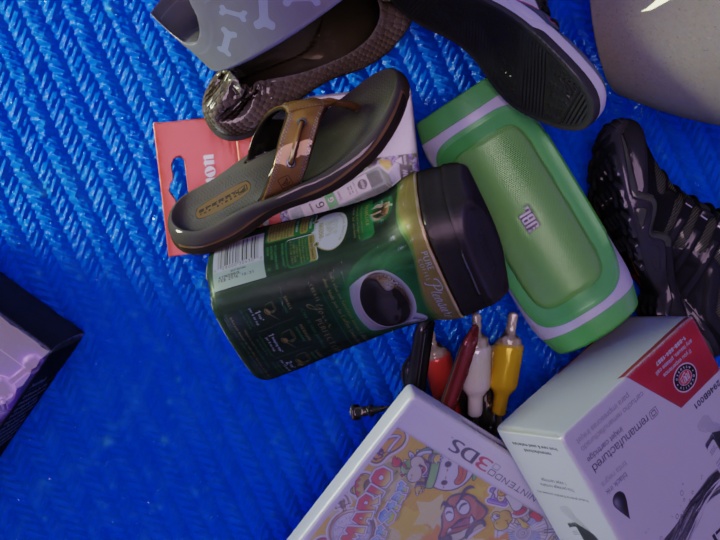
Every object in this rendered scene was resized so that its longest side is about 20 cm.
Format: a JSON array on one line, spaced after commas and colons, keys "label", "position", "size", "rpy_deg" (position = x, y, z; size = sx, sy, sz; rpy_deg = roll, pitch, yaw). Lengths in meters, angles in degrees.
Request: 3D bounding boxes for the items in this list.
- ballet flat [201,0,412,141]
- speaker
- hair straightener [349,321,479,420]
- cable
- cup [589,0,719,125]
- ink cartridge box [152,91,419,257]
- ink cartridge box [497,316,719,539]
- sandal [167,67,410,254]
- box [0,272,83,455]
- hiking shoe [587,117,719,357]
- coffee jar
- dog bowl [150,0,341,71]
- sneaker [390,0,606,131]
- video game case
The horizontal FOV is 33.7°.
[{"label": "ballet flat", "position": [-0.034, -0.166, 0.859], "size": [0.199, 0.047, 0.067], "rpy_deg": [-37, 65, -17]}, {"label": "speaker", "position": [0.124, -0.042, 0.878], "size": [0.088, 0.088, 0.201], "rpy_deg": [-32, 94, 1]}, {"label": "hair straightener", "position": [0.028, 0.121, 0.893], "size": [0.076, 0.041, 0.202], "rpy_deg": [19, 114, 12]}, {"label": "cable", "position": [0.086, 0.132, 0.906], "size": [0.096, 0.050, 0.203], "rpy_deg": [-8, 94, 5]}, {"label": "cup", "position": [0.241, -0.188, 0.833], "size": [0.142, 0.200, 0.203], "rpy_deg": [-7, 94, 24]}, {"label": "ink cartridge box", "position": [-0.055, -0.071, 0.890], "size": [0.197, 0.050, 0.111], "rpy_deg": [-7, 94, -1]}, {"label": "ink cartridge box", "position": [0.213, 0.155, 0.857], "size": [0.144, 0.083, 0.201], "rpy_deg": [-37, 104, -23]}, {"label": "sandal", "position": [-0.055, -0.084, 0.823], "size": [0.198, 0.082, 0.055], "rpy_deg": [-28, 127, 8]}, {"label": "box", "position": [-0.324, 0.088, 0.869], "size": [0.147, 0.104, 0.201], "rpy_deg": [34, 93, -2]}, {"label": "hiking shoe", "position": [0.241, -0.029, 0.895], "size": [0.100, 0.076, 0.202], "rpy_deg": [-25, 103, -8]}, {"label": "coffee jar", "position": [0.000, 0.000, 0.830], "size": [0.198, 0.086, 0.105], "rpy_deg": [-18, 128, 13]}, {"label": "dog bowl", "position": [-0.048, -0.211, 0.814], "size": [0.199, 0.200, 0.059], "rpy_deg": [-35, 110, 2]}, {"label": "sneaker", "position": [0.119, -0.191, 0.847], "size": [0.120, 0.084, 0.200], "rpy_deg": [-38, 70, -28]}, {"label": "video game case", "position": [0.047, 0.206, 0.882], "size": [0.181, 0.023, 0.201], "rpy_deg": [33, 104, -20]}]
